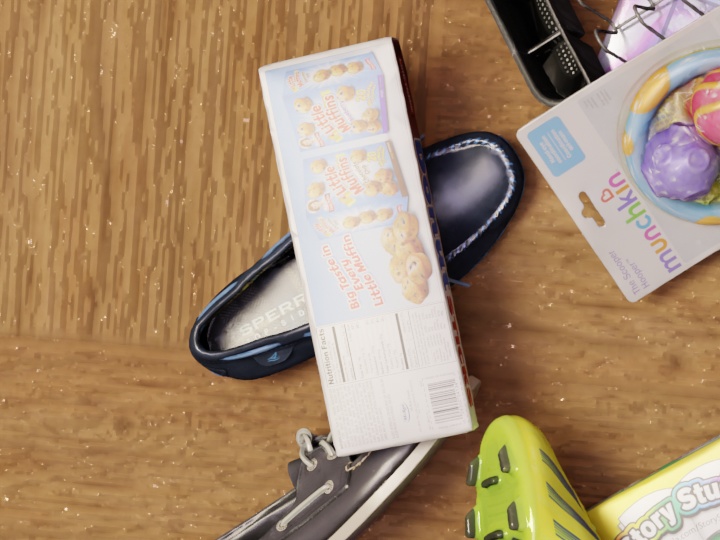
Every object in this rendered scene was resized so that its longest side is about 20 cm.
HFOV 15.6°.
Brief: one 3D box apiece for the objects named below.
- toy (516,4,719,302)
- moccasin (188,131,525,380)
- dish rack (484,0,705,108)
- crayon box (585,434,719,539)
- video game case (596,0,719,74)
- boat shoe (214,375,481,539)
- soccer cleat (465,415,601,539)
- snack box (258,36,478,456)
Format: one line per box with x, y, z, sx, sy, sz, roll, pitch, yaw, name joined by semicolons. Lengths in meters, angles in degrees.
0.191;-0.070;1.284;0.200;0.047;0.115;-33;112;8;toy
0.000;0.000;1.364;0.200;0.068;0.081;-38;80;9;moccasin
0.150;-0.188;1.312;0.200;0.055;0.154;-32;73;21;dish rack
0.229;0.154;1.312;0.200;0.058;0.173;-30;82;14;crayon box
0.206;-0.135;1.336;0.143;0.019;0.201;22;97;13;video game case
-0.020;0.114;1.370;0.063;0.073;0.200;45;105;7;boat shoe
0.112;0.165;1.295;0.083;0.065;0.201;-12;72;-24;soccer cleat
0.004;-0.012;1.317;0.072;0.024;0.201;-12;88;12;snack box
